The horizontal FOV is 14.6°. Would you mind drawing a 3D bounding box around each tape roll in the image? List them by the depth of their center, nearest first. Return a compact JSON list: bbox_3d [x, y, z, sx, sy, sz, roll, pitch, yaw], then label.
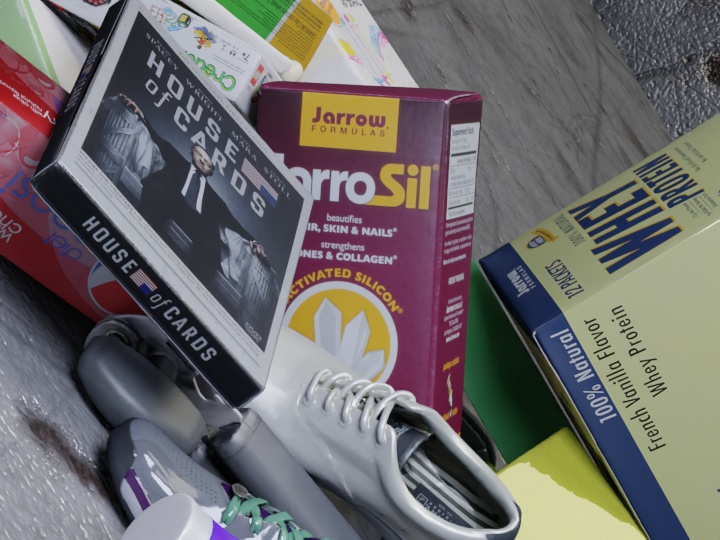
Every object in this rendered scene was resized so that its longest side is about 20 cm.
[{"bbox_3d":[0.087,0.064,1.787,0.201,0.048,0.200,59,2,-3],"label":"tape roll"}]

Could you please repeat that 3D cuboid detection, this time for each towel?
[{"bbox_3d":[0.073,0.166,1.559,0.199,0.018,0.086,-31,86,-38],"label":"towel"}]

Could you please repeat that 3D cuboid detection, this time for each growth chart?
[{"bbox_3d":[-0.121,-0.157,1.625,0.144,0.018,0.200,32,-6,-38],"label":"growth chart"}]

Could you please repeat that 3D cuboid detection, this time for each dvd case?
[{"bbox_3d":[-0.088,-0.039,1.383,0.150,0.025,0.200,49,24,-18],"label":"dvd case"}]

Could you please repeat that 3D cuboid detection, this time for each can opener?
[{"bbox_3d":[-0.073,0.104,1.419,0.200,0.053,0.067,51,43,-19],"label":"can opener"}]

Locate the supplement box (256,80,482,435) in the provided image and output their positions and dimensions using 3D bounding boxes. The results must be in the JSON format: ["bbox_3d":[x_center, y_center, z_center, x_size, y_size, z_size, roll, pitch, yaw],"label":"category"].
[{"bbox_3d":[0.000,0.000,1.536,0.086,0.109,0.202,-19,113,-75],"label":"supplement box"}]

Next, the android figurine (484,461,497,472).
[{"bbox_3d":[0.117,0.205,1.670,0.200,0.041,0.183,54,-13,42],"label":"android figurine"}]

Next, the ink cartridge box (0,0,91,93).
[{"bbox_3d":[-0.134,-0.057,1.550,0.200,0.048,0.146,41,21,-55],"label":"ink cartridge box"}]

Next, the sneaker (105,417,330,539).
[{"bbox_3d":[-0.037,0.137,1.358,0.200,0.087,0.074,53,15,-13],"label":"sneaker"}]

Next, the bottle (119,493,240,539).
[{"bbox_3d":[-0.033,0.183,1.283,0.200,0.083,0.065,48,50,-25],"label":"bottle"}]

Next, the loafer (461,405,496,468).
[{"bbox_3d":[0.012,0.062,1.752,0.201,0.072,0.063,56,-7,-28],"label":"loafer"}]

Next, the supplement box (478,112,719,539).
[{"bbox_3d":[0.212,0.041,1.654,0.201,0.199,0.134,59,0,-21],"label":"supplement box"}]

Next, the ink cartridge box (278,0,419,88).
[{"bbox_3d":[-0.045,-0.112,1.796,0.201,0.125,0.129,56,15,1],"label":"ink cartridge box"}]

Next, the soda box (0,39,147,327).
[{"bbox_3d":[-0.139,-0.031,1.398,0.200,0.070,0.064,38,22,-36],"label":"soda box"}]

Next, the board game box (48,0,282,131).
[{"bbox_3d":[-0.096,-0.113,1.607,0.126,0.035,0.200,29,-5,14],"label":"board game box"}]

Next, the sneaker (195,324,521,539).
[{"bbox_3d":[0.003,0.081,1.453,0.199,0.071,0.073,36,53,0],"label":"sneaker"}]

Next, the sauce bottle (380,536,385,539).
[{"bbox_3d":[0.082,0.225,1.599,0.201,0.064,0.065,62,16,14],"label":"sauce bottle"}]

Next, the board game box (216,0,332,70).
[{"bbox_3d":[-0.132,-0.194,1.668,0.199,0.041,0.153,27,-5,36],"label":"board game box"}]
